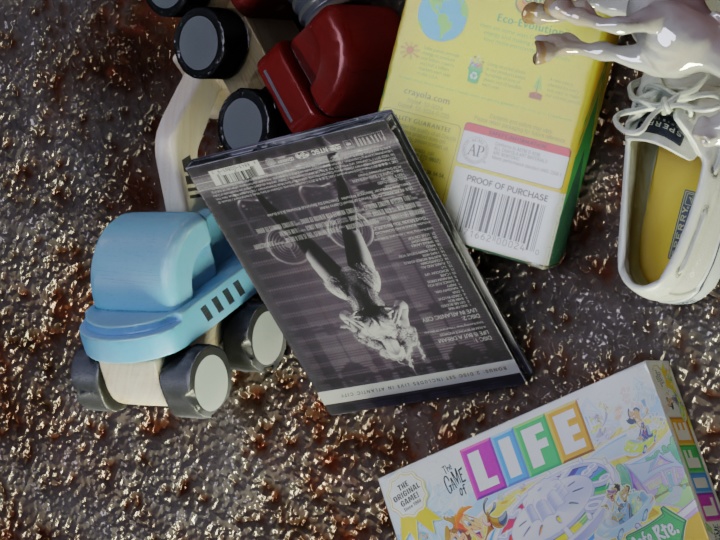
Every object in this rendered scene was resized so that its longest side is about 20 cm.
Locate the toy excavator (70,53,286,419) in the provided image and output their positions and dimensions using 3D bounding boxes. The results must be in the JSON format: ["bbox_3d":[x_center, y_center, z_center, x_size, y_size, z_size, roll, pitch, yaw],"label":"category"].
[{"bbox_3d":[-0.116,-0.028,1.428,0.100,0.194,0.201,3,117,33],"label":"toy excavator"}]

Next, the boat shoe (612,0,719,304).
[{"bbox_3d":[0.180,-0.082,1.257,0.074,0.086,0.203,15,95,32],"label":"boat shoe"}]

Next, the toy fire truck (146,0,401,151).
[{"bbox_3d":[-0.011,-0.183,1.381,0.200,0.128,0.176,-42,66,35],"label":"toy fire truck"}]

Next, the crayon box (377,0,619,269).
[{"bbox_3d":[0.083,-0.113,1.323,0.127,0.051,0.201,16,97,14],"label":"crayon box"}]

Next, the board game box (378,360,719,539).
[{"bbox_3d":[0.117,0.153,1.315,0.200,0.034,0.135,-27,73,29],"label":"board game box"}]

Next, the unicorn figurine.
[{"bbox_3d":[0.161,-0.130,1.195,0.074,0.137,0.200,101,172,-49],"label":"unicorn figurine"}]

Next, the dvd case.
[{"bbox_3d":[0.000,0.000,1.339,0.148,0.016,0.200,-12,121,32],"label":"dvd case"}]
